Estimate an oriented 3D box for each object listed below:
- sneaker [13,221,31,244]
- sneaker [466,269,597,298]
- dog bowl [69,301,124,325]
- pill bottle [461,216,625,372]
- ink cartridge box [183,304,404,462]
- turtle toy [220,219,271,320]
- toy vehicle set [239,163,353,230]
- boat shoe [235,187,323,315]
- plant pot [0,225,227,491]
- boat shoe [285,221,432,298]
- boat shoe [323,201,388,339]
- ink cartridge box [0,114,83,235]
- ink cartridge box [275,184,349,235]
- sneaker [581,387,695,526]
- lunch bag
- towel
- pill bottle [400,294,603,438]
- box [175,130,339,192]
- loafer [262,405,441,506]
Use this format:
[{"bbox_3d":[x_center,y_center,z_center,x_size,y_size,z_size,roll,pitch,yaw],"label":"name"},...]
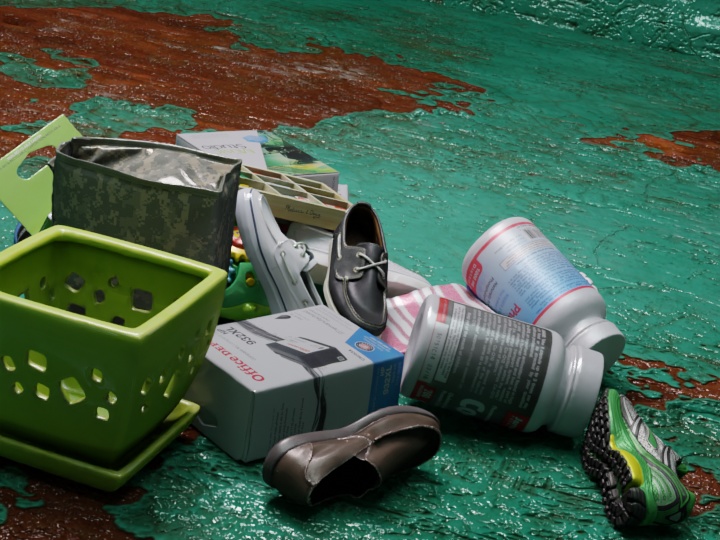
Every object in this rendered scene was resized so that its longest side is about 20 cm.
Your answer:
[{"bbox_3d":[-0.322,-0.023,1.881,0.199,0.071,0.083,3,38,-12],"label":"sneaker"},{"bbox_3d":[0.209,0.032,1.927,0.088,0.081,0.200,-20,30,-39],"label":"sneaker"},{"bbox_3d":[-0.255,0.074,1.663,0.199,0.059,0.200,7,21,-3],"label":"dog bowl"},{"bbox_3d":[0.217,0.038,1.816,0.108,0.109,0.200,-10,47,-39],"label":"pill bottle"},{"bbox_3d":[-0.077,0.112,1.598,0.199,0.084,0.145,-11,29,-39],"label":"ink cartridge box"},{"bbox_3d":[-0.155,-0.016,1.827,0.145,0.101,0.200,-2,37,-24],"label":"turtle toy"},{"bbox_3d":[-0.099,-0.092,1.878,0.199,0.027,0.124,11,16,-37],"label":"toy vehicle set"},{"bbox_3d":[-0.079,-0.004,1.733,0.066,0.201,0.074,-18,10,13],"label":"boat shoe"},{"bbox_3d":[-0.257,0.086,1.465,0.198,0.182,0.200,14,23,16],"label":"plant pot"},{"bbox_3d":[-0.001,-0.009,1.893,0.199,0.072,0.069,14,62,-10],"label":"boat shoe"},{"bbox_3d":[0.000,0.000,1.777,0.072,0.068,0.200,16,37,-18],"label":"boat shoe"},{"bbox_3d":[-0.325,-0.089,1.816,0.200,0.076,0.148,47,57,-1],"label":"ink cartridge box"},{"bbox_3d":[-0.117,-0.057,2.001,0.199,0.084,0.176,7,21,-4],"label":"ink cartridge box"},{"bbox_3d":[0.279,0.194,1.565,0.085,0.078,0.200,11,30,-13],"label":"sneaker"},{"bbox_3d":[-0.241,-0.051,1.676,0.199,0.165,0.118,11,27,5],"label":"lunch bag"},{"bbox_3d":[0.059,0.061,1.791,0.199,0.030,0.146,-13,24,-18],"label":"towel"},{"bbox_3d":[0.149,0.106,1.645,0.199,0.114,0.114,17,22,-2],"label":"pill bottle"},{"bbox_3d":[-0.139,-0.141,2.041,0.144,0.037,0.200,-7,25,-33],"label":"box"},{"bbox_3d":[0.003,0.188,1.479,0.199,0.073,0.071,-13,40,-33],"label":"loafer"}]
